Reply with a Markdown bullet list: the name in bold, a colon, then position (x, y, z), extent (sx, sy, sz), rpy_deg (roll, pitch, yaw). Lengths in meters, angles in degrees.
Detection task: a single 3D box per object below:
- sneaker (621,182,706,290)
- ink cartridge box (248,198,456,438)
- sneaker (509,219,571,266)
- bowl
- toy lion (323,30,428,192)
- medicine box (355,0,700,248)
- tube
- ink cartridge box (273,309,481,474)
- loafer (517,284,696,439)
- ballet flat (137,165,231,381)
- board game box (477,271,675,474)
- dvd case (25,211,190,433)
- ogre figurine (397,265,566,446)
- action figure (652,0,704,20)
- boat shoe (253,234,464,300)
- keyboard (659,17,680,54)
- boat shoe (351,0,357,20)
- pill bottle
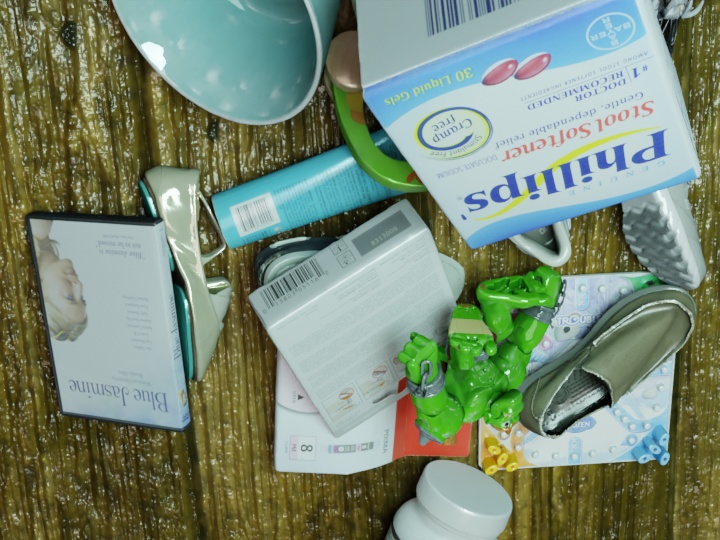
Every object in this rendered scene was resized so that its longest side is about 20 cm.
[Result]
- **sneaker**: position (0.278, -0.076, 0.927), extent (0.081, 0.074, 0.202), rpy_deg (-33, 112, -20)
- **ink cartridge box**: position (0.007, 0.049, 0.921), extent (0.159, 0.047, 0.201), rpy_deg (-32, 142, -5)
- **sneaker**: position (0.127, -0.083, 0.912), extent (0.075, 0.087, 0.200), rpy_deg (-42, 105, 13)
- **bowl**: position (-0.093, -0.228, 0.814), extent (0.198, 0.106, 0.203), rpy_deg (21, 143, 17)
- **toy lion**: position (0.086, -0.125, 0.863), extent (0.197, 0.069, 0.195), rpy_deg (-19, 87, -6)
- **medicine box**: position (0.118, -0.128, 0.708), extent (0.179, 0.104, 0.200), rpy_deg (-17, 143, 21)
- **tube**: position (-0.033, -0.075, 0.925), extent (0.197, 0.051, 0.078), rpy_deg (-19, 137, 1)
- **ink cartridge box**: position (0.016, 0.115, 0.993), extent (0.196, 0.057, 0.166), rpy_deg (4, 108, 0)
- **loafer**: position (0.233, 0.094, 0.956), extent (0.199, 0.070, 0.075), rpy_deg (-41, 108, 10)
- **ballet flat**: position (-0.149, 0.002, 0.939), extent (0.068, 0.070, 0.204), rpy_deg (-10, 108, 0)
- **board game box**: position (0.215, 0.104, 1.010), extent (0.196, 0.026, 0.204), rpy_deg (-3, 109, -4)
- **dvd case**: position (-0.230, 0.047, 0.940), extent (0.140, 0.018, 0.204), rpy_deg (4, 111, 21)
- **ogre figurine**: position (0.107, 0.078, 0.913), extent (0.097, 0.200, 0.122), rpy_deg (18, 127, 19)
- **action figure**: position (0.171, -0.188, 0.796), extent (0.196, 0.130, 0.071), rpy_deg (-12, 75, -3)
- **boat shoe**: position (0.000, 0.000, 0.944), extent (0.197, 0.060, 0.077), rpy_deg (6, 110, -24)
- **keyboard**: position (0.247, -0.256, 0.886), extent (0.102, 0.040, 0.203), rpy_deg (14, 108, -7)
- **boat shoe**: position (0.016, -0.236, 0.810), extent (0.059, 0.204, 0.073), rpy_deg (-15, 149, -5)
- **pill bottle**: position (0.072, 0.300, 1.022), extent (0.114, 0.117, 0.203), rpy_deg (17, 107, -9)
